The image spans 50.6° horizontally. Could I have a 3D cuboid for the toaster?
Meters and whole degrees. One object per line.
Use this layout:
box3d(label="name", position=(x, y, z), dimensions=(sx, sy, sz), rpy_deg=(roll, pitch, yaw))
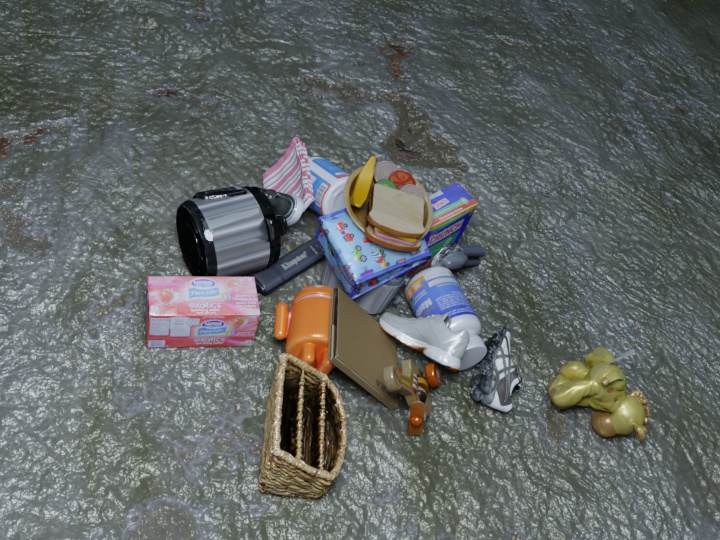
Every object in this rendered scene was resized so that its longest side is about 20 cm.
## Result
box3d(label="toaster", position=(0.000, 0.000, 1.572), dimensions=(0.200, 0.129, 0.114), rpy_deg=(27, 45, 5))

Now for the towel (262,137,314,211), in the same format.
box3d(label="towel", position=(-0.164, -0.180, 1.670), dimensions=(0.030, 0.146, 0.200), rpy_deg=(22, 40, -35))

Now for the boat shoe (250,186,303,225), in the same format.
box3d(label="boat shoe", position=(-0.192, -0.140, 1.619), dimensions=(0.057, 0.069, 0.200), rpy_deg=(20, -1, -37))

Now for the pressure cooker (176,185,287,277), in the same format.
box3d(label="pressure cooker", position=(-0.248, -0.075, 1.520), dimensions=(0.200, 0.179, 0.176), rpy_deg=(-17, 56, -27))

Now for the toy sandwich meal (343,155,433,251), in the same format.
box3d(label="toy sandwich meal", position=(0.060, -0.131, 1.440), dimensions=(0.205, 0.070, 0.206), rpy_deg=(10, 58, -17))

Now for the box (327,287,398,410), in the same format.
box3d(label="box", position=(0.008, 0.147, 1.432), dimensions=(0.200, 0.021, 0.164), rpy_deg=(43, 32, -37))

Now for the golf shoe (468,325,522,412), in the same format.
box3d(label="golf shoe", position=(0.282, 0.202, 1.541), dimensions=(0.094, 0.078, 0.200), rpy_deg=(36, 47, -10))

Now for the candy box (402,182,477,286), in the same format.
box3d(label="candy box", position=(0.144, -0.073, 1.641), dimensions=(0.169, 0.200, 0.077), rpy_deg=(-26, 61, -35))

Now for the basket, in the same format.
box3d(label="basket", position=(-0.087, 0.264, 1.287), dimensions=(0.142, 0.149, 0.200), rpy_deg=(10, 46, -10))

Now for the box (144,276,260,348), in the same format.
box3d(label="box", position=(-0.296, 0.076, 1.417), dimensions=(0.200, 0.103, 0.095), rpy_deg=(0, 49, -18))

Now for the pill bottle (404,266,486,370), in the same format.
box3d(label="pill bottle", position=(0.177, 0.100, 1.556), dimensions=(0.112, 0.112, 0.200), rpy_deg=(-7, 51, -25))

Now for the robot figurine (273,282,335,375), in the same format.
box3d(label="robot figurine", position=(-0.083, 0.110, 1.451), dimensions=(0.144, 0.117, 0.200), rpy_deg=(-10, 45, 14))

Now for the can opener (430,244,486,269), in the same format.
box3d(label="can opener", position=(0.225, -0.022, 1.679), dimensions=(0.067, 0.053, 0.200), rpy_deg=(42, 25, 29))

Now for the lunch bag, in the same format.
box3d(label="lunch bag", position=(0.035, -0.060, 1.472), dimensions=(0.200, 0.094, 0.151), rpy_deg=(-25, 74, -17))

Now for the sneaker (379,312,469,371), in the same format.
box3d(label="sneaker", position=(0.129, 0.116, 1.480), dimensions=(0.200, 0.076, 0.092), rpy_deg=(27, 85, 34))

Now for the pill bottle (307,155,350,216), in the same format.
box3d(label="pill bottle", position=(-0.084, -0.187, 1.699), dimensions=(0.112, 0.112, 0.200), rpy_deg=(-14, 34, -30))

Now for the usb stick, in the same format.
box3d(label="usb stick", position=(-0.148, -0.010, 1.596), dimensions=(0.055, 0.033, 0.200), rpy_deg=(40, 48, 19))

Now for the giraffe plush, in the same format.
box3d(label="giraffe plush", position=(0.493, 0.257, 1.513), dimensions=(0.162, 0.200, 0.173), rpy_deg=(56, 45, -7))

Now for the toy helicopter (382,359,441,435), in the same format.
box3d(label="toy helicopter", position=(0.086, 0.222, 1.383), dimensions=(0.079, 0.200, 0.133), rpy_deg=(-13, 65, 21))
